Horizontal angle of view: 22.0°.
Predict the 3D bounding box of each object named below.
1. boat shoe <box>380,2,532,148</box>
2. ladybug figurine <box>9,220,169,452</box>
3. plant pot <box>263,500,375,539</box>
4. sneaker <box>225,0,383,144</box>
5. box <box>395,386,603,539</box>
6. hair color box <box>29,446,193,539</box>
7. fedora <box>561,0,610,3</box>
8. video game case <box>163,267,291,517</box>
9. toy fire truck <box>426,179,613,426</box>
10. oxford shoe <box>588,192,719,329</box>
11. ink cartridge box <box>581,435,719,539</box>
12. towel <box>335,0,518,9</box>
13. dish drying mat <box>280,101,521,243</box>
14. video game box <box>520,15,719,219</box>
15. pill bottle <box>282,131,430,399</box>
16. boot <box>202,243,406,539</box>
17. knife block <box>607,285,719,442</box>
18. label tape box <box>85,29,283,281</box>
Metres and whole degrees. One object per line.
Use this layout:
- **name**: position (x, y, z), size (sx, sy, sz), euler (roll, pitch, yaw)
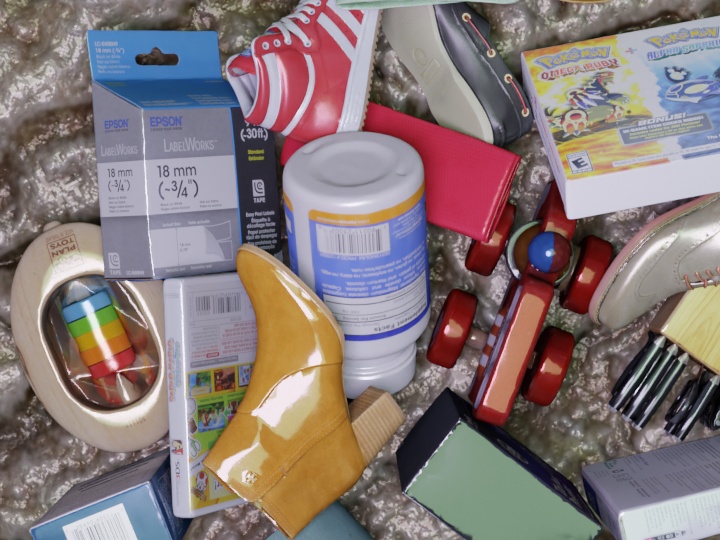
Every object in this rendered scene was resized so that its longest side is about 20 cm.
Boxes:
- **boat shoe**: position (0.072, -0.189, 1.534), size (0.063, 0.074, 0.202), euler (-26, 85, -28)
- **ladybug figurine**: position (-0.214, 0.052, 1.530), size (0.136, 0.072, 0.200), euler (-20, 93, -1)
- **plant pot**: position (-0.022, 0.298, 1.492), size (0.200, 0.200, 0.196), euler (-39, 85, 0)
- **sneaker**: position (-0.046, -0.201, 1.498), size (0.112, 0.071, 0.200), euler (11, 75, -20)
- **box**: position (0.106, 0.173, 1.476), size (0.141, 0.200, 0.079), euler (35, 92, -3)
- **hair color box**: position (-0.190, 0.196, 1.471), size (0.100, 0.200, 0.061), euler (-21, 93, 2)
- **fedora**: position (0.194, -0.320, 1.518), size (0.200, 0.082, 0.201), euler (0, 92, -2)
- **video game case**: position (-0.087, 0.092, 1.482), size (0.023, 0.200, 0.182), euler (-1, 92, 31)
- **toy fire truck**: position (0.134, 0.024, 1.487), size (0.112, 0.168, 0.200), euler (22, 90, -2)
- **oxford shoe**: position (0.271, -0.013, 1.479), size (0.200, 0.071, 0.074), euler (-42, 61, 9)
- **ink cartridge box**: position (0.289, 0.169, 1.482), size (0.200, 0.196, 0.043), euler (-12, 94, 0)
- **towel**: position (0.068, -0.297, 1.483), size (0.152, 0.023, 0.200), euler (0, 64, 20)
- **dish drying mat**: position (0.031, -0.090, 1.517), size (0.200, 0.018, 0.077), euler (21, 89, 23)
- **video game box**: position (0.243, -0.128, 1.486), size (0.200, 0.182, 0.047), euler (-11, 128, -1)
- **pill bottle**: position (0.000, 0.000, 1.483), size (0.112, 0.112, 0.200), euler (-5, 124, -1)
- **boot**: position (-0.070, 0.095, 1.414), size (0.144, 0.071, 0.201), euler (-42, 103, -16)
- **knife block**: position (0.278, 0.036, 1.543), size (0.175, 0.064, 0.200), euler (-11, 92, -1)
- **label tape box**: position (-0.140, -0.096, 1.491), size (0.063, 0.144, 0.200), euler (-1, 94, 43)
